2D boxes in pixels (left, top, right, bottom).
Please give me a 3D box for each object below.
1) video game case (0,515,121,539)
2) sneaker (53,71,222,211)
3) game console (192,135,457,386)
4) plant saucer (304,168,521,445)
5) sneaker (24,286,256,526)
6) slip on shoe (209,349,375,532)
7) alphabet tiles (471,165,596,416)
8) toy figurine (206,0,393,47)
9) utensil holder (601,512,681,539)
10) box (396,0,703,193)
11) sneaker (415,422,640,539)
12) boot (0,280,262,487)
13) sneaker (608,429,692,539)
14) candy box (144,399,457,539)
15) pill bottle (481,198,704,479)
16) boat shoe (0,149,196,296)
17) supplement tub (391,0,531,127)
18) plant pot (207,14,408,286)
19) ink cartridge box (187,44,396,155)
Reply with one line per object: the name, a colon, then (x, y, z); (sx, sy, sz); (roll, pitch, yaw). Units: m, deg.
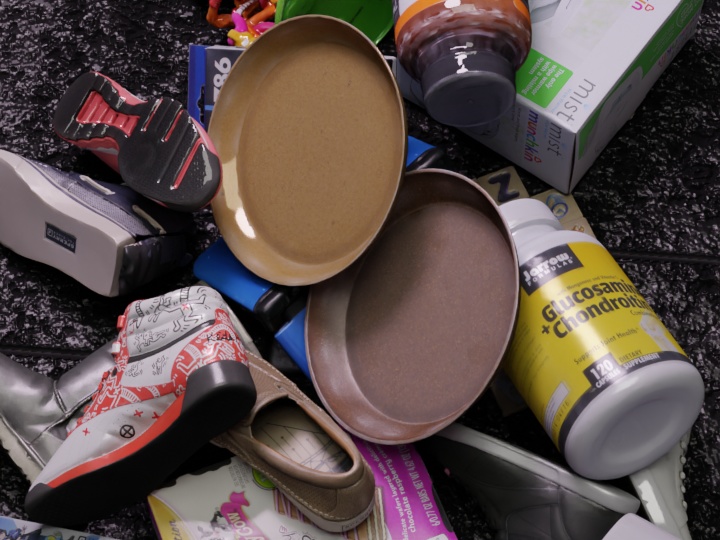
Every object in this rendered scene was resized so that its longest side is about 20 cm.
video game case: (-0.224, 0.275, 1.386); (0.181, 0.022, 0.201); (6, 60, 30)
sneaker: (-0.155, -0.095, 1.556); (0.200, 0.087, 0.074); (33, 91, 45)
game console: (0.000, 0.000, 1.567); (0.200, 0.119, 0.170); (-41, 37, -17)
plant saucer: (0.043, 0.028, 1.437); (0.199, 0.034, 0.202); (-14, 69, 39)
sneaker: (-0.164, 0.094, 1.425); (0.201, 0.067, 0.109); (-35, 51, 20)
slip on shoe: (-0.068, 0.106, 1.426); (0.076, 0.061, 0.200); (-37, 60, -21)
alphabet tiles: (0.116, 0.013, 1.572); (0.165, 0.006, 0.201); (-20, 63, -11)
toy figurine: (-0.082, -0.253, 1.669); (0.184, 0.150, 0.201); (39, 93, 33)
utensil holder: (0.228, 0.281, 1.341); (0.199, 0.170, 0.170); (30, 66, 18)
box: (0.155, -0.193, 1.634); (0.176, 0.097, 0.200); (32, 66, 19)
sneaker: (0.098, 0.175, 1.449); (0.199, 0.071, 0.100); (22, 91, 32)
boot: (-0.195, 0.067, 1.507); (0.200, 0.073, 0.182); (-38, 82, -11)
sneaker: (0.222, 0.134, 1.469); (0.084, 0.073, 0.201); (-15, 64, -10)
candy box: (-0.041, 0.192, 1.445); (0.198, 0.061, 0.137); (-20, 63, -10)
pill bottle: (0.151, 0.044, 1.433); (0.111, 0.112, 0.201); (-24, 53, -12)
boat shoe: (-0.219, -0.045, 1.577); (0.199, 0.075, 0.092); (33, 34, 30)
supplement tub: (0.075, -0.212, 1.530); (0.106, 0.107, 0.202); (-3, 59, -2)
plant pot: (-0.037, -0.088, 1.487); (0.027, 0.200, 0.201); (5, 49, -49)
ink cartridge box: (-0.065, -0.123, 1.559); (0.199, 0.039, 0.100); (6, 100, 32)
